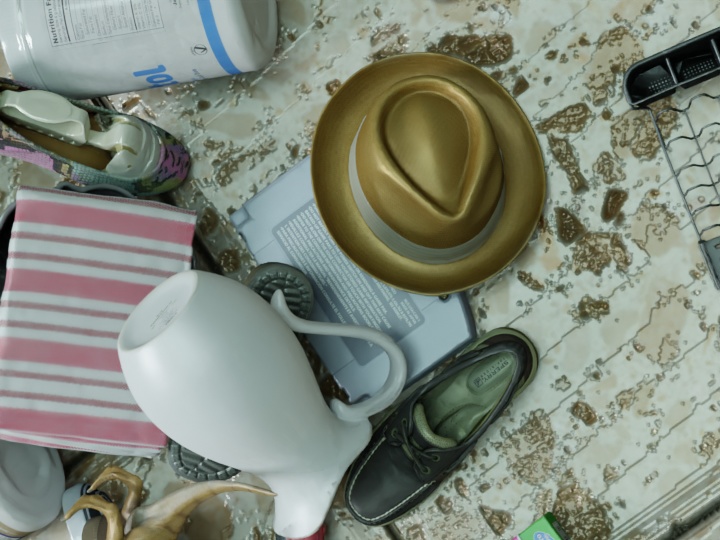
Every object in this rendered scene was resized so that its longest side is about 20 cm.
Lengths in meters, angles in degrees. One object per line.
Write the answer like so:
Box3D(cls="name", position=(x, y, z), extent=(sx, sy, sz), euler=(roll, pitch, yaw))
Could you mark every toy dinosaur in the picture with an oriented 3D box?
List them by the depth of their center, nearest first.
Box3D(cls="toy dinosaur", position=(-0.158, 0.191, 1.378), extent=(0.106, 0.060, 0.200), euler=(42, 107, -1))

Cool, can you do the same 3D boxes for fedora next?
Box3D(cls="fedora", position=(0.054, -0.084, 1.425), extent=(0.200, 0.082, 0.201), euler=(0, 75, -2))

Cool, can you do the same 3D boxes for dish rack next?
Box3D(cls="dish rack", position=(0.304, -0.087, 1.403), extent=(0.153, 0.055, 0.201), euler=(-22, 83, 13))

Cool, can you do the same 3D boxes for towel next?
Box3D(cls="towel", position=(-0.211, 0.040, 1.441), extent=(0.146, 0.030, 0.201), euler=(9, 86, -17))

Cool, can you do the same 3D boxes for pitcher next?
Box3D(cls="pitcher", position=(-0.069, 0.076, 1.381), extent=(0.200, 0.121, 0.172), euler=(46, 73, -24))

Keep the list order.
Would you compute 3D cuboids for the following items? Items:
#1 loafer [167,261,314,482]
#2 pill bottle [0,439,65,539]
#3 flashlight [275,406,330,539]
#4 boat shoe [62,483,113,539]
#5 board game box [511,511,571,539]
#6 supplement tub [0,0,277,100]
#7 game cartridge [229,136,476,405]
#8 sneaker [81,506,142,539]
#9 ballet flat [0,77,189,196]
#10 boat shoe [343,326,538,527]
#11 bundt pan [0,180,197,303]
Box3D(cls="loafer", position=(-0.093, 0.079, 1.468), extent=(0.075, 0.070, 0.200), euler=(25, 105, -14))
Box3D(cls="pill bottle", position=(-0.349, 0.193, 1.512), extent=(0.200, 0.111, 0.111), euler=(-27, 81, 23))
Box3D(cls="flashlight", position=(-0.039, 0.209, 1.466), extent=(0.067, 0.068, 0.201), euler=(1, 87, -5))
Box3D(cls="boat shoe", position=(-0.166, 0.250, 1.492), extent=(0.068, 0.072, 0.200), euler=(-34, 83, 12))
Box3D(cls="board game box", position=(0.113, 0.309, 1.436), extent=(0.200, 0.040, 0.153), euler=(-39, 79, 9))
Box3D(cls="supplement tub", position=(-0.177, -0.211, 1.487), extent=(0.199, 0.132, 0.133), euler=(-8, 85, 14))
Box3D(cls="game cartridge", position=(0.000, 0.000, 1.483), extent=(0.133, 0.042, 0.200), euler=(-35, 80, 5))
Box3D(cls="sneaker", position=(-0.156, 0.281, 1.426), extent=(0.075, 0.070, 0.201), euler=(-16, 94, 12))
Box3D(cls="ballet flat", position=(-0.222, -0.108, 1.472), extent=(0.199, 0.071, 0.069), euler=(16, 69, -23))
Box3D(cls="boat shoe", position=(0.057, 0.123, 1.446), extent=(0.201, 0.066, 0.072), euler=(-45, 80, 8))
Box3D(cls="bundt pan", position=(-0.228, 0.029, 1.487), extent=(0.201, 0.076, 0.203), euler=(-1, 92, -17))
